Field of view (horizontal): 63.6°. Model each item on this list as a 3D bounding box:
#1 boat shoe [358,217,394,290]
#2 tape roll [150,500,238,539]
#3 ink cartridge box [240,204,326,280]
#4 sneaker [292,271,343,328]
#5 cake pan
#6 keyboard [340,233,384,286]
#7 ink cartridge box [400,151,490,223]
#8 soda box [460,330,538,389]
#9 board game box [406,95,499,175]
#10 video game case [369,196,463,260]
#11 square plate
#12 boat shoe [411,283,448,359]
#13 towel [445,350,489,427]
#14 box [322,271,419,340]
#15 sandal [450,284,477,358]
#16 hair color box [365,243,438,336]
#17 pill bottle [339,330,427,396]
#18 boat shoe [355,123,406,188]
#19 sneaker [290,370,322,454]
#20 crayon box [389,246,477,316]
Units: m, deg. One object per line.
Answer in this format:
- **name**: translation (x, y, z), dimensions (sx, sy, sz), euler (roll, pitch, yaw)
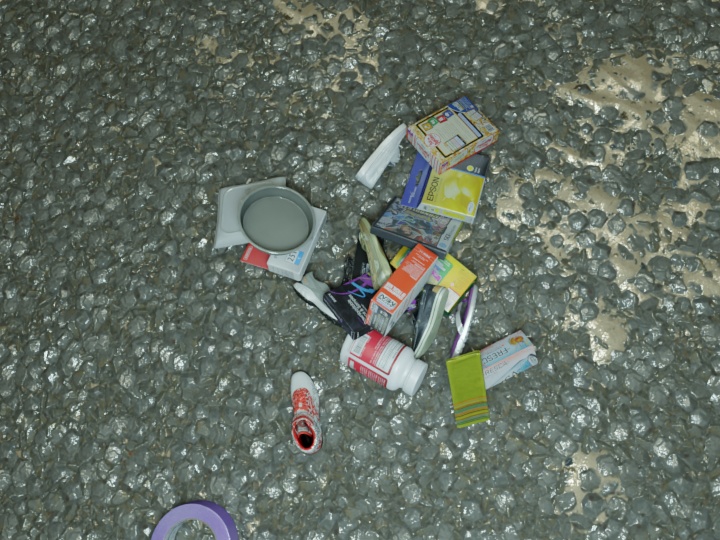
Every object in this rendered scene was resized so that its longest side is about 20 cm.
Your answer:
- **boat shoe**: translation (0.028, -0.046, 1.467), dimensions (0.062, 0.073, 0.203), euler (-27, 64, 7)
- **tape roll**: translation (-0.393, 0.656, 1.377), dimensions (0.196, 0.066, 0.204), euler (-1, 75, 5)
- **ink cartridge box**: translation (-0.202, -0.091, 1.528), dimensions (0.173, 0.045, 0.202), euler (17, 64, 8)
- **sneaker**: translation (-0.081, 0.077, 1.486), dimensions (0.199, 0.074, 0.080), euler (39, 77, 13)
- **cake pan**: translation (-0.214, -0.124, 1.478), dimensions (0.197, 0.037, 0.203), euler (7, 62, -12)
- **keyboard**: translation (0.000, 0.000, 1.523), dimensions (0.102, 0.040, 0.204), euler (13, 75, -16)
- **ink cartridge box**: translation (0.225, -0.236, 1.526), dimensions (0.197, 0.047, 0.200), euler (16, 65, 7)
- **soda box**: translation (0.322, 0.227, 1.400), dimensions (0.198, 0.069, 0.064), euler (-26, 34, -1)
- **board game box**: translation (0.244, -0.362, 1.543), dimensions (0.198, 0.047, 0.152), euler (-30, 65, -14)
- **video game case**: translation (0.146, -0.112, 1.471), dimensions (0.197, 0.026, 0.181), euler (21, 38, 13)
- **square plate**: translation (-0.297, -0.162, 1.553), dimensions (0.196, 0.029, 0.201), euler (-9, 59, 9)
- **boat shoe**: translation (0.158, 0.124, 1.426), dimensions (0.062, 0.074, 0.203), euler (24, 111, 25)
- **towel**: translation (0.253, 0.282, 1.360), dimensions (0.085, 0.018, 0.203), euler (-16, 117, -6)
- **box**: translation (0.025, 0.074, 1.434), dimensions (0.198, 0.036, 0.143), euler (-26, 54, -24)
- **sandal**: translation (0.246, 0.127, 1.434), dimensions (0.049, 0.083, 0.206), euler (16, 79, 5)
- **hair color box**: translation (0.096, 0.044, 1.362), dimensions (0.063, 0.112, 0.200), euler (33, 58, 13)
- **pill bottle**: translation (0.058, 0.217, 1.407), dimensions (0.198, 0.112, 0.113), euler (27, 80, 17)
- **boat shoe**: translation (0.070, -0.308, 1.571), dimensions (0.068, 0.072, 0.201), euler (41, 76, -8)
- **sneaker**: translation (-0.135, 0.339, 1.407), dimensions (0.066, 0.108, 0.205), euler (-12, 75, 2)
- **crayon box**: translation (0.184, 0.004, 1.483), dimensions (0.199, 0.058, 0.119), euler (40, 83, 13)
